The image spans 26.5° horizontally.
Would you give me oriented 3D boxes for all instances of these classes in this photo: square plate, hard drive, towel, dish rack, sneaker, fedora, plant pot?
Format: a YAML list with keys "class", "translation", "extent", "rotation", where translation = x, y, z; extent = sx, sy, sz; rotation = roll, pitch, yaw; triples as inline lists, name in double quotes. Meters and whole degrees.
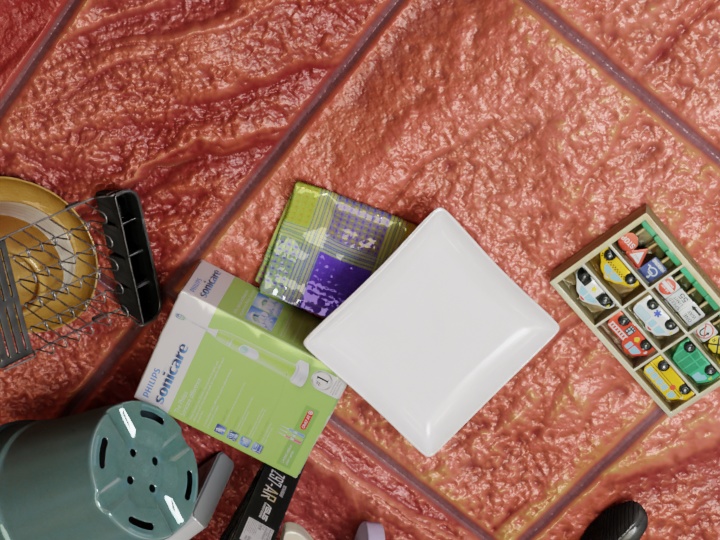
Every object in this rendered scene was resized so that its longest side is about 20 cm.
- class: "square plate"
  translation: [0.073, 0.064, 1.576]
  extent: [0.198, 0.028, 0.200]
  rotation: [-45, 113, 5]
- class: "hard drive"
  translation: [-0.233, 0.296, 1.720]
  extent: [0.200, 0.132, 0.027]
  rotation: [-38, 104, 23]
- class: "towel"
  translation: [0.000, 0.000, 1.603]
  extent: [0.199, 0.023, 0.144]
  rotation: [24, 117, -1]
- class: "dish rack"
  translation: [-0.309, 0.012, 1.585]
  extent: [0.054, 0.199, 0.155]
  rotation: [17, 125, 45]
- class: "sneaker"
  translation: [0.274, 0.333, 1.680]
  extent: [0.088, 0.074, 0.201]
  rotation: [29, 126, -3]
- class: "fedora"
  translation: [-0.384, -0.003, 1.639]
  extent: [0.199, 0.082, 0.202]
  rotation: [4, 114, 9]
- class: "plant pot"
  translation: [-0.290, 0.234, 1.638]
  extent: [0.195, 0.200, 0.201]
  rotation: [-23, 109, 38]

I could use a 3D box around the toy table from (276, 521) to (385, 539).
- class: "toy table"
  translation: [-0.045, 0.369, 1.705]
  extent: [0.116, 0.184, 0.202]
  rotation: [6, 104, -10]

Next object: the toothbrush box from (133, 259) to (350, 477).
- class: "toothbrush box"
  translation: [-0.120, 0.105, 1.638]
  extent: [0.199, 0.086, 0.146]
  rotation: [26, 116, -3]

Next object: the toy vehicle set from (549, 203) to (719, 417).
- class: "toy vehicle set"
  translation: [0.304, 0.043, 1.564]
  extent: [0.124, 0.027, 0.200]
  rotation: [-38, 103, 23]

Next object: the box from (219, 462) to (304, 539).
- class: "box"
  translation: [-0.130, 0.304, 1.667]
  extent: [0.043, 0.200, 0.161]
  rotation: [28, 116, -2]
